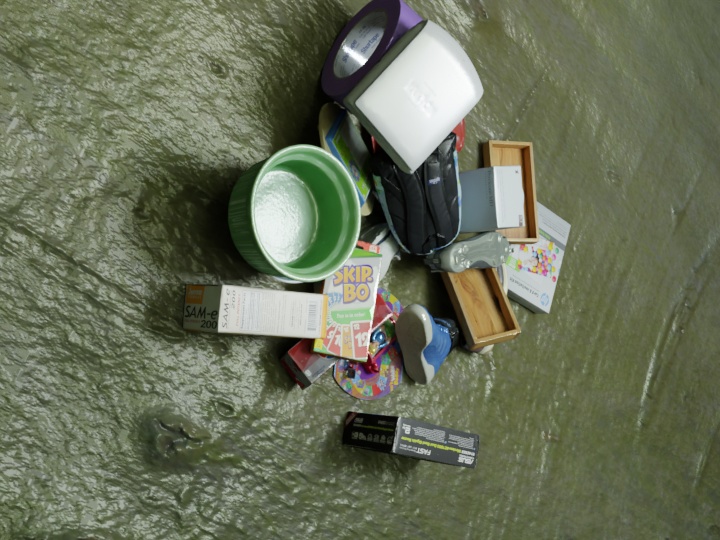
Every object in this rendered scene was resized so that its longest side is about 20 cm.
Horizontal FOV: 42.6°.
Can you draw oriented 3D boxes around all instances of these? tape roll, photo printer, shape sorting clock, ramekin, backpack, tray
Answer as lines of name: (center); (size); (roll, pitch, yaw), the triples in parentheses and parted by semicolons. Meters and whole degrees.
tape roll: (0.021, -0.367, 1.575); (0.065, 0.199, 0.203); (31, 70, -31)
photo printer: (0.093, -0.282, 1.476); (0.200, 0.069, 0.167); (-46, 112, -5)
shape sorting clock: (-0.024, -0.190, 1.589); (0.200, 0.039, 0.202); (49, 29, -40)
ramekin: (-0.105, -0.083, 1.403); (0.197, 0.097, 0.204); (2, 87, -36)
backpack: (0.105, -0.130, 1.622); (0.160, 0.154, 0.203); (-20, 106, -5)
tray: (0.217, 0.041, 1.740); (0.097, 0.037, 0.203); (-11, 66, -20)
tray: (0.301, -0.155, 1.852); (0.097, 0.037, 0.204); (0, 82, -19)

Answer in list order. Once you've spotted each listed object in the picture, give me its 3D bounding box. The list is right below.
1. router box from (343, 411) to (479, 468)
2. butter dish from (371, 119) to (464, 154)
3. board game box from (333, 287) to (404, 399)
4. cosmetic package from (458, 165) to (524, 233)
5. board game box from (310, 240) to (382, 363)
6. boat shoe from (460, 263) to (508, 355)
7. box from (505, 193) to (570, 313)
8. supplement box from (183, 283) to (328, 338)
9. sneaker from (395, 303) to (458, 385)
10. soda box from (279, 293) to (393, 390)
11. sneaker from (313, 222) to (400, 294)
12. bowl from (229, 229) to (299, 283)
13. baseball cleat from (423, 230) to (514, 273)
router box: (0.089, 0.298, 1.631); (0.198, 0.149, 0.063); (18, 77, -35)
butter dish: (0.124, -0.277, 1.683); (0.197, 0.147, 0.204); (-10, 93, -36)
board game box: (0.031, 0.131, 1.661); (0.156, 0.039, 0.204); (11, 82, -36)
cosmetic package: (0.203, -0.125, 1.703); (0.080, 0.198, 0.115); (-4, 88, -38)
board game box: (-0.021, 0.044, 1.540); (0.094, 0.030, 0.204); (13, 74, -16)
boat shoe: (0.237, 0.061, 1.803); (0.064, 0.071, 0.204); (14, 86, -40)
box: (0.352, -0.034, 1.913); (0.155, 0.041, 0.203); (28, 73, -32)
supplement box: (-0.165, 0.066, 1.464); (0.197, 0.125, 0.075); (7, 85, -36)
sneaker: (0.126, 0.107, 1.680); (0.111, 0.076, 0.202); (-48, 144, -31)
soda box: (-0.040, 0.112, 1.573); (0.199, 0.063, 0.070); (-38, 88, -26)
sneaker: (0.000, 0.000, 1.628); (0.200, 0.076, 0.081); (-42, 120, -29)
bowl: (-0.135, -0.080, 1.505); (0.198, 0.104, 0.205); (2, 87, -36)
baseball cleat: (0.194, -0.036, 1.710); (0.198, 0.105, 0.071); (-6, 96, -48)
